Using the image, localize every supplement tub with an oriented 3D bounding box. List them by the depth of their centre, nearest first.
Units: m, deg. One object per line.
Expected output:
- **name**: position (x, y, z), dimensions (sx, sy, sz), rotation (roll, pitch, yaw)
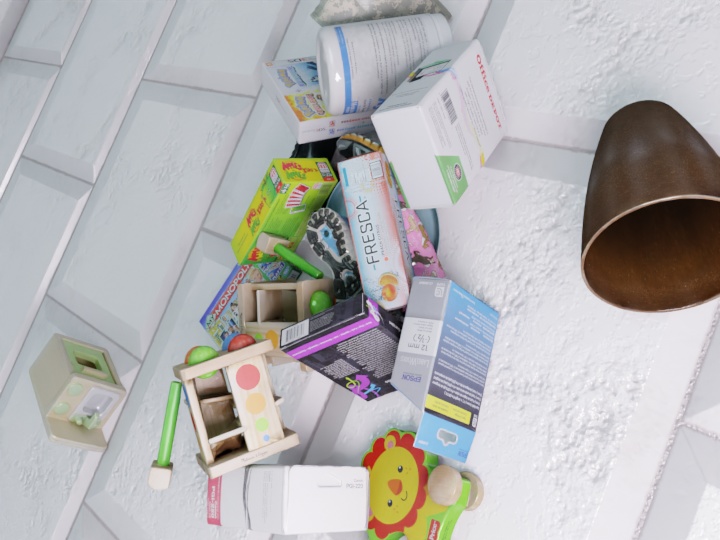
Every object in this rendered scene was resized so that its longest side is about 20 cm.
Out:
- **supplement tub**: position (0.036, -0.318, 1.134), dimensions (0.194, 0.133, 0.135), rotation (-9, 57, -9)

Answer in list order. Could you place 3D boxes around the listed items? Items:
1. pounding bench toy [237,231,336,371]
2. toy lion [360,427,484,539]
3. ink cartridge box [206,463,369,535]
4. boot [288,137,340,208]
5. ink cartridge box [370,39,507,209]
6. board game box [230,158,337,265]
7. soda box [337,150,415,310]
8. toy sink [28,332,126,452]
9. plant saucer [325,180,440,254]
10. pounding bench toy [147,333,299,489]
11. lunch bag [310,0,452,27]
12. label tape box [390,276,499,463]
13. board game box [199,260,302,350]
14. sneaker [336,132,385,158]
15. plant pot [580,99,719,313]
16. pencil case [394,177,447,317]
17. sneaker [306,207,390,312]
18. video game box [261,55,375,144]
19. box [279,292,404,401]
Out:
- **pounding bench toy**: position (-0.090, 0.040, 1.110), dimensions (0.153, 0.123, 0.206), rotation (-3, 90, 38)
- **toy lion**: position (0.059, 0.316, 0.958), dimensions (0.189, 0.068, 0.205), rotation (2, 73, 47)
- **ink cartridge box**: position (-0.101, 0.309, 1.005), dimensions (0.198, 0.143, 0.087), rotation (-18, 66, 47)
- **boot**: position (-0.052, -0.168, 1.243), dimensions (0.167, 0.076, 0.203), rotation (35, 95, 42)
- **ink cartridge box**: position (0.115, -0.203, 1.016), dimensions (0.082, 0.147, 0.201), rotation (-2, 36, 38)
- **board game box**: position (-0.125, -0.091, 1.168), dimensions (0.201, 0.100, 0.048), rotation (-54, 54, 42)
- **soda box**: position (0.025, -0.049, 0.974), dimensions (0.062, 0.068, 0.206), rotation (-12, 86, 15)
- **toy sink**: position (-0.551, 0.237, 1.451), dimensions (0.113, 0.129, 0.200), rotation (-50, 47, 10)
- **plant saucer**: position (0.033, -0.060, 1.110), dimensions (0.195, 0.027, 0.206), rotation (4, 98, 27)
- **pounding bench toy**: position (-0.206, 0.182, 0.983), dimensions (0.124, 0.196, 0.160), rotation (-13, 94, 69)
- **lunch bag**: position (0.025, -0.432, 1.208), dimensions (0.164, 0.198, 0.118), rotation (-46, 49, 14)
- **label tape box**: position (0.104, 0.128, 0.938), dimensions (0.065, 0.142, 0.205), rotation (6, 75, 39)
- **board game box**: position (-0.198, 0.049, 1.304), dimensions (0.134, 0.029, 0.202), rotation (40, 99, 42)
- **sneaker**: position (0.033, -0.154, 1.153), dimensions (0.198, 0.078, 0.079), rotation (32, 102, 31)
- **plant pot**: position (0.334, -0.090, 0.837), dimensions (0.184, 0.187, 0.204), rotation (-22, 43, 30)
- **pencil case**: position (0.054, -0.037, 1.043), dimensions (0.085, 0.083, 0.204), rotation (-24, 84, -1)
- **sneaker**: position (0.000, 0.000, 1.069), dimensions (0.077, 0.089, 0.204), rotation (-28, 82, 27)
- **video game box**: position (-0.056, -0.298, 1.242), dimensions (0.178, 0.048, 0.202), rotation (-15, 47, -19)
- **box**: position (0.007, 0.110, 0.990), dimensions (0.141, 0.199, 0.037), rotation (-24, 47, 28)
